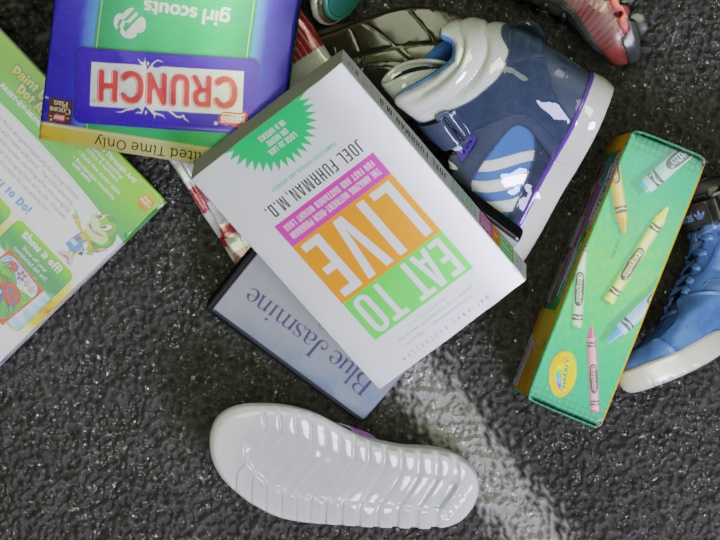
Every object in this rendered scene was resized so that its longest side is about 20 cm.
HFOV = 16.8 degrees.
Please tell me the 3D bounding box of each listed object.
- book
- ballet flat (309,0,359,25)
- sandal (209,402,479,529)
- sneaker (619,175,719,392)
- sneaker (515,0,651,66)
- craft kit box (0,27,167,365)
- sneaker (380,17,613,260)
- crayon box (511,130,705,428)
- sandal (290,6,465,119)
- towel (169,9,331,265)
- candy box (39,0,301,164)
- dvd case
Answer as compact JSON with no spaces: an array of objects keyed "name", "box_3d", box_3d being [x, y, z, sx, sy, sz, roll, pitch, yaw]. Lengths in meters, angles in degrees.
[{"name":"book","box_3d":[0.001,-0.035,1.647,0.133,0.048,0.200,-36,109,19]},{"name":"ballet flat","box_3d":[-0.006,-0.272,1.742,0.069,0.069,0.201,22,86,-2]},{"name":"sandal","box_3d":[-0.015,0.142,1.751,0.202,0.050,0.083,17,105,-14]},{"name":"sneaker","box_3d":[0.241,-0.005,1.727,0.199,0.077,0.112,-33,95,-15]},{"name":"sneaker","box_3d":[0.122,-0.216,1.737,0.098,0.071,0.201,-38,89,-1]},{"name":"craft kit box","box_3d":[-0.275,-0.052,1.742,0.197,0.049,0.200,-44,92,2]},{"name":"sneaker","box_3d":[0.072,-0.088,1.697,0.146,0.081,0.200,25,128,-6]},{"name":"crayon box","box_3d":[0.172,0.005,1.716,0.058,0.119,0.201,22,90,-2]},{"name":"sandal","box_3d":[0.002,-0.140,1.747,0.199,0.055,0.082,-13,98,14]},{"name":"towel","box_3d":[-0.068,-0.097,1.731,0.144,0.023,0.201,-32,94,16]},{"name":"candy box","box_3d":[-0.125,-0.178,1.669,0.168,0.077,0.201,8,103,-1]},{"name":"dvd case","box_3d":[0.000,0.000,1.708,0.142,0.018,0.200,36,120,-7]}]
